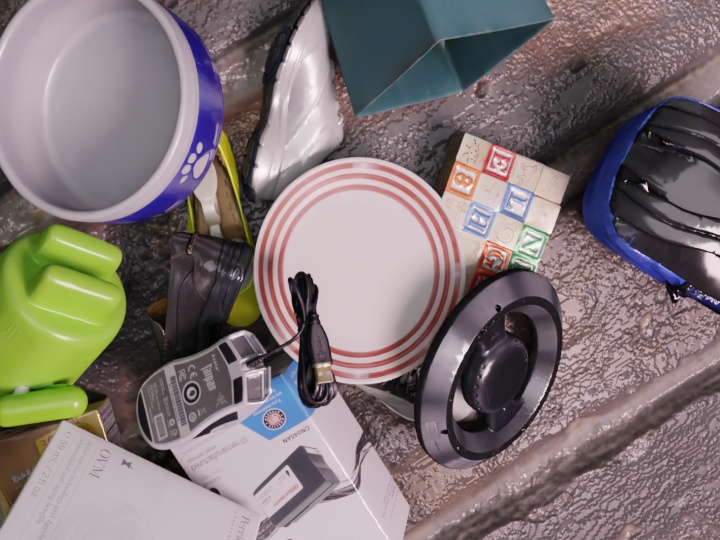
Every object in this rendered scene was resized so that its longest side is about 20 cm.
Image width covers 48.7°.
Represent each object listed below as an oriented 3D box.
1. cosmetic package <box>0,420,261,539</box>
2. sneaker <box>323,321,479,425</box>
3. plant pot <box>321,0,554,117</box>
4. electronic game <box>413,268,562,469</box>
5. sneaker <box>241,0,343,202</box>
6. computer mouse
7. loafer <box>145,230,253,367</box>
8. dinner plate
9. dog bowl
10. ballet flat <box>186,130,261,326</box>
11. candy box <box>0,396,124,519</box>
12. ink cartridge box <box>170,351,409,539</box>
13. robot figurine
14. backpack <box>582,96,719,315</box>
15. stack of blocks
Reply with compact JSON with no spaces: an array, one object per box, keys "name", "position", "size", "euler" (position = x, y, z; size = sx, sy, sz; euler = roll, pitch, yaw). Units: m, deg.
[{"name":"cosmetic package","position":[-0.207,0.268,0.640],"size":[0.197,0.201,0.124],"euler":[29,126,-13]},{"name":"sneaker","position":[0.032,0.101,0.778],"size":[0.197,0.079,0.075],"euler":[27,90,-9]},{"name":"plant pot","position":[0.044,-0.268,0.701],"size":[0.139,0.141,0.204],"euler":[-19,85,-33]},{"name":"electronic game","position":[0.126,0.095,0.753],"size":[0.197,0.041,0.205],"euler":[-20,122,-35]},{"name":"sneaker","position":[-0.054,-0.159,0.760],"size":[0.085,0.074,0.205],"euler":[12,99,-21]},{"name":"computer mouse","position":[-0.107,0.090,0.681],"size":[0.197,0.044,0.112],"euler":[-26,70,18]},{"name":"loafer","position":[-0.163,0.047,0.734],"size":[0.071,0.073,0.203],"euler":[22,117,-9]},{"name":"dinner plate","position":[0.000,0.000,0.727],"size":[0.195,0.024,0.206],"euler":[1,86,-10]},{"name":"dog bowl","position":[-0.222,-0.144,0.698],"size":[0.195,0.079,0.206],"euler":[0,90,15]},{"name":"ballet flat","position":[-0.136,-0.041,0.754],"size":[0.065,0.067,0.205],"euler":[-12,96,-5]},{"name":"candy box","position":[-0.274,0.240,0.771],"size":[0.113,0.055,0.205],"euler":[-16,97,-6]},{"name":"ink cartridge box","position":[-0.064,0.196,0.755],"size":[0.143,0.084,0.202],"euler":[-30,98,18]},{"name":"robot figurine","position":[-0.285,0.048,0.701],"size":[0.114,0.178,0.200],"euler":[21,130,-38]},{"name":"backpack","position":[0.310,-0.055,0.747],"size":[0.197,0.168,0.165],"euler":[27,90,-3]},{"name":"stack of blocks","position":[0.113,-0.018,0.785],"size":[0.113,0.059,0.204],"euler":[20,93,-7]}]
